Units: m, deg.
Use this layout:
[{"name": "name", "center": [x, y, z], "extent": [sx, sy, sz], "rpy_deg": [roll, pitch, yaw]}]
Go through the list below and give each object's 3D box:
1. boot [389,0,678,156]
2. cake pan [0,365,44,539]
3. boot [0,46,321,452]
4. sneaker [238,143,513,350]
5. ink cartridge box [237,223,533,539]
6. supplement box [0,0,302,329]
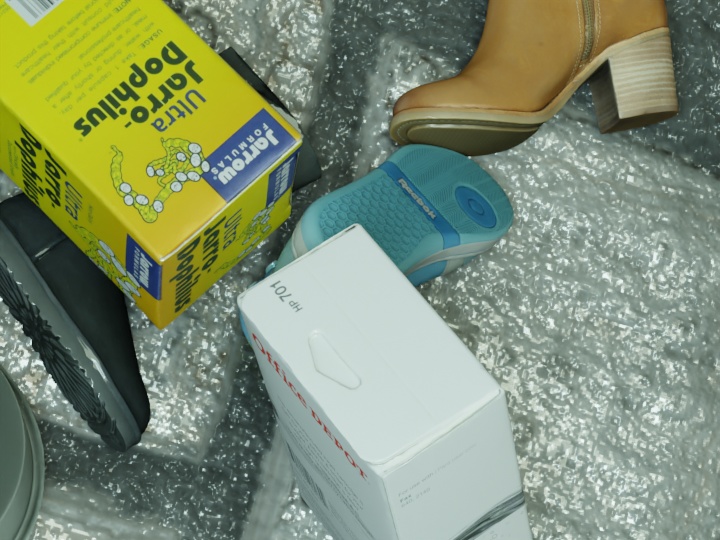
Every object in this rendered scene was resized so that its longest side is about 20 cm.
[{"name": "boot", "center": [0.096, -0.157, 1.543], "extent": [0.199, 0.077, 0.156], "rpy_deg": [-11, 81, -17]}, {"name": "cake pan", "center": [-0.272, 0.101, 1.393], "extent": [0.199, 0.037, 0.201], "rpy_deg": [6, 58, -9]}, {"name": "boot", "center": [-0.106, -0.014, 1.478], "extent": [0.199, 0.066, 0.165], "rpy_deg": [-33, 88, -22]}, {"name": "sneaker", "center": [0.000, 0.000, 1.493], "extent": [0.080, 0.131, 0.200], "rpy_deg": [51, 35, 15]}, {"name": "ink cartridge box", "center": [0.018, 0.096, 1.370], "extent": [0.086, 0.201, 0.147], "rpy_deg": [-30, 54, -14]}, {"name": "supplement box", "center": [-0.140, -0.086, 1.403], "extent": [0.109, 0.109, 0.200], "rpy_deg": [-42, 78, -18]}]
